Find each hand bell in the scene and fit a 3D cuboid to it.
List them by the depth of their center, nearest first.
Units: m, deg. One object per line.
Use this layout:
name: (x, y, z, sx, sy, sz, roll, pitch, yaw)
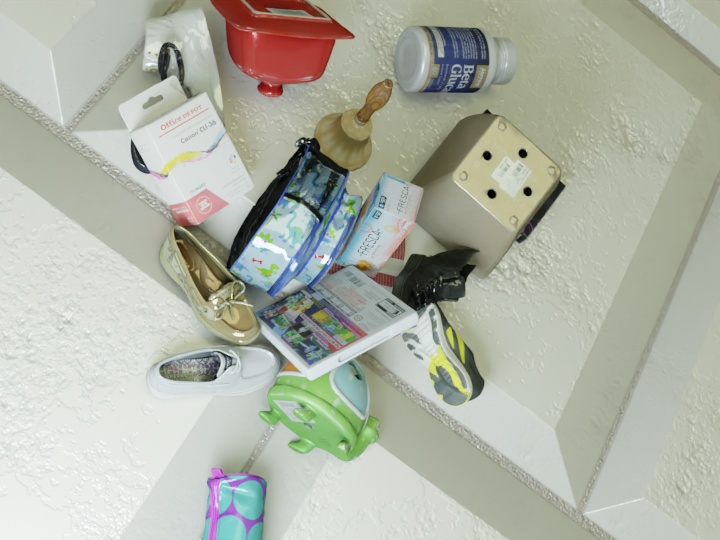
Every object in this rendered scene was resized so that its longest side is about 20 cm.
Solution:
hand bell: (0.007, -0.248, 1.606, 0.103, 0.200, 0.106, 8, 67, -19)

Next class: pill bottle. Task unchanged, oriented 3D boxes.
pill bottle: (0.169, -0.366, 1.771, 0.198, 0.111, 0.113, -4, 72, -24)

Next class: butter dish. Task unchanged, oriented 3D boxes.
butter dish: (-0.134, -0.350, 1.625, 0.197, 0.150, 0.200, 0, 27, -24)

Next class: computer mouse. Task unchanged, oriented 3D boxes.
computer mouse: (-0.307, -0.245, 1.539, 0.058, 0.034, 0.203, 16, 83, -25)

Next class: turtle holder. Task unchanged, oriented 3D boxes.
turtle holder: (-0.039, 0.192, 1.455, 0.184, 0.141, 0.133, 34, 60, -7)

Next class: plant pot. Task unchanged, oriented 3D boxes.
plant pot: (0.206, -0.136, 1.636, 0.200, 0.177, 0.200, 40, 76, -3)

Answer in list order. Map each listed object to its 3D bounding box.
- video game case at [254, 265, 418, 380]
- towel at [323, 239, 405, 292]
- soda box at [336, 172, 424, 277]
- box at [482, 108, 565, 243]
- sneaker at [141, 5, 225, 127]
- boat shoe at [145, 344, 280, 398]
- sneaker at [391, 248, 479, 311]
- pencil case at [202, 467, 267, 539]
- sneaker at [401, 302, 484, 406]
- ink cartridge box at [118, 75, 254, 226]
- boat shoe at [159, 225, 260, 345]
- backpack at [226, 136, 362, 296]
video game case: (-0.040, 0.070, 1.471, 0.181, 0.200, 0.023, -26, 122, -19)
towel: (0.000, 0.000, 1.614, 0.142, 0.023, 0.203, 13, 65, -17)
soda box: (0.027, -0.064, 1.523, 0.068, 0.200, 0.064, 21, 61, -9)
box: (0.248, -0.164, 1.774, 0.200, 0.036, 0.143, 43, 61, -2)
sneaker: (-0.280, -0.305, 1.588, 0.114, 0.074, 0.203, -13, 80, -12)
boat shoe: (-0.203, 0.137, 1.446, 0.197, 0.068, 0.073, 1, 70, -23)
sneaker: (0.115, 0.021, 1.565, 0.103, 0.061, 0.200, 10, 31, 13)
pencil case: (-0.178, 0.373, 1.358, 0.092, 0.084, 0.203, 29, 57, -43)
sneaker: (0.128, 0.123, 1.604, 0.084, 0.074, 0.202, 8, 53, -54)
ink cartridge box: (-0.257, -0.181, 1.507, 0.116, 0.067, 0.202, -37, 108, -30)
boat shoe: (-0.218, 0.023, 1.472, 0.200, 0.063, 0.073, 45, 57, 8)
backpack: (-0.095, -0.058, 1.502, 0.146, 0.183, 0.201, 34, 66, -6)
